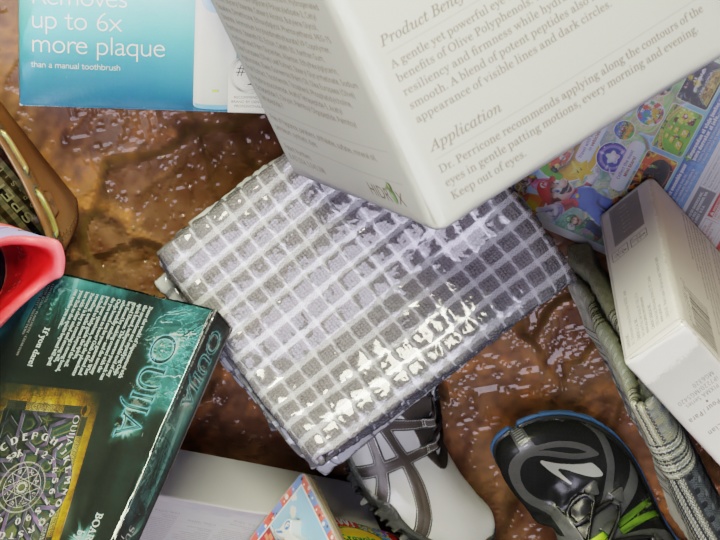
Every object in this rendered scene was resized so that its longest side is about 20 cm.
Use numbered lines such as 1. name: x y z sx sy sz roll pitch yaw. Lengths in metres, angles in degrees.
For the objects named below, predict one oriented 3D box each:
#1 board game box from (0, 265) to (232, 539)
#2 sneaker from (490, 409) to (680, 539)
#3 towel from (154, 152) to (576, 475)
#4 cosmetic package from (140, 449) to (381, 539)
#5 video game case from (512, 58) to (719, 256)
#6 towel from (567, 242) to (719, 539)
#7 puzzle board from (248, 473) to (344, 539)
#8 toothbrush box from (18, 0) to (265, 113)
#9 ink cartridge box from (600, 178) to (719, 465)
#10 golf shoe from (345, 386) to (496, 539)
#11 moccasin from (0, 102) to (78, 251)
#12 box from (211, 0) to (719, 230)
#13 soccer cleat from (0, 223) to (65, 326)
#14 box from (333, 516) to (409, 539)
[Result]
1. board game box: -0.169 0.100 1.650 0.135 0.200 0.028 13 158 27
2. sneaker: 0.154 0.164 1.810 0.071 0.083 0.200 -33 110 14
3. towel: 0.000 0.000 1.699 0.200 0.086 0.166 -38 91 1
4. cosmetic package: -0.093 0.154 1.778 0.200 0.051 0.083 14 122 -35
5. video game case: 0.184 -0.067 1.742 0.200 0.018 0.143 23 113 -10
6. towel: 0.174 0.101 1.714 0.035 0.200 0.193 -27 118 5
7. puzzle board: -0.040 0.236 1.698 0.017 0.200 0.151 17 122 -38
8. toothbrush box: -0.115 -0.195 1.649 0.146 0.085 0.200 3 113 -2
9. ink cartridge box: 0.212 0.055 1.677 0.045 0.200 0.176 -39 108 17
10. golf shoe: 0.025 0.091 1.782 0.094 0.078 0.200 -41 109 16
11. moccasin: -0.243 -0.076 1.706 0.074 0.078 0.201 -31 111 13
12. box: 0.045 -0.153 1.538 0.199 0.200 0.171 -32 112 -16
13. soccer cleat: -0.245 0.027 1.619 0.076 0.200 0.067 -5 110 39
14. box: 0.050 0.267 1.764 0.200 0.193 0.122 19 115 -34
